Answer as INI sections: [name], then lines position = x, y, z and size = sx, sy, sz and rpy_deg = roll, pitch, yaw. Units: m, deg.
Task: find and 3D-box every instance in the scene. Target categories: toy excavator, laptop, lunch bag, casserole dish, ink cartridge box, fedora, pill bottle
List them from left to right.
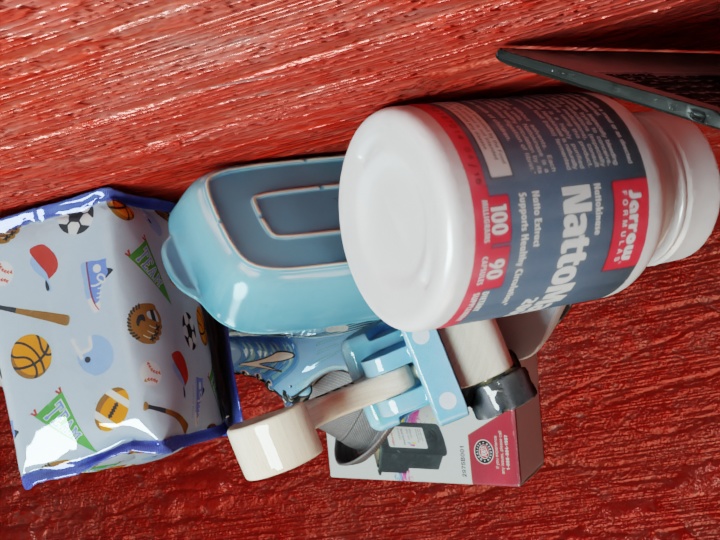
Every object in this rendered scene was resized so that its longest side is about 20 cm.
[lunch bag]
position = -0.151, 0.042, 0.846
size = 0.123, 0.171, 0.200
rpy_deg = -13, 174, 10
[casserole dish]
position = -0.020, -0.024, 0.761
size = 0.199, 0.122, 0.039
rpy_deg = -7, 139, -28
[fedora]
position = -0.008, 0.068, 1.070
size = 0.090, 0.178, 0.200
rpy_deg = 21, 145, -10
[toy excavator]
position = 0.014, 0.080, 0.884
size = 0.199, 0.101, 0.194
rpy_deg = -24, -176, 3
[ink cartridge box]
position = 0.066, 0.124, 1.215
size = 0.198, 0.147, 0.083
rpy_deg = -2, -172, 26
[pill bottle]
position = 0.100, -0.039, 0.712
size = 0.199, 0.121, 0.119
rpy_deg = -9, 176, -29
[laptop]
position = 0.200, -0.125, 0.553
size = 0.186, 0.117, 0.199
rpy_deg = -7, -157, -41

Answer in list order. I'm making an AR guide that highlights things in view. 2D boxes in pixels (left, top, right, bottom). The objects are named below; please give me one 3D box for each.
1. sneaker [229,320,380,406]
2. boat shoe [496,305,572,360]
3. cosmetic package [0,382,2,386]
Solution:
[sneaker]
position = -0.071, 0.069, 0.977
size = 0.198, 0.091, 0.078
rpy_deg = -7, -175, 11
[boat shoe]
position = 0.155, -0.022, 0.957
size = 0.201, 0.068, 0.057
rpy_deg = -60, 167, 23
[cosmetic package]
position = -0.247, 0.041, 0.953
size = 0.101, 0.075, 0.200
rpy_deg = -11, 160, 16
